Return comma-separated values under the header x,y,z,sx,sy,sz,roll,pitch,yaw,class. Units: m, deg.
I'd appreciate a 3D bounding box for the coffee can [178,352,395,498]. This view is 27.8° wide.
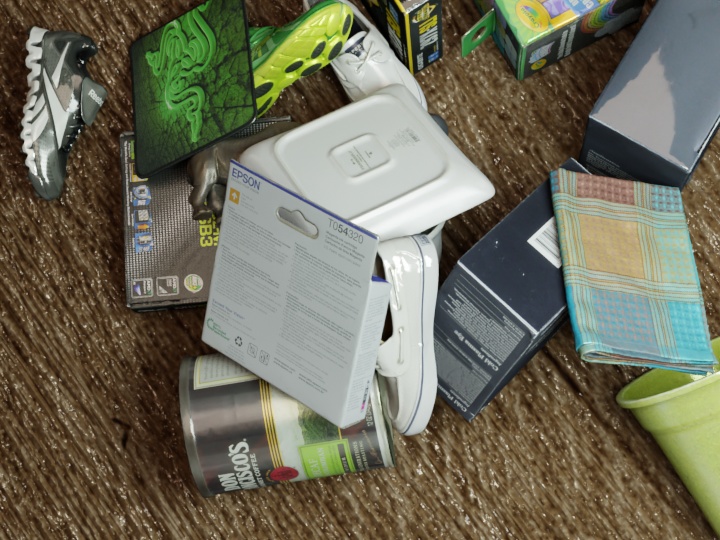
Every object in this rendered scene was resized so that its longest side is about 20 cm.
x,y,z,sx,sy,sz,roll,pitch,yaw,class
-0.073,0.144,1.492,0.199,0.146,0.147,-10,79,3,coffee can

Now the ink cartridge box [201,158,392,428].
x,y,z,sx,sy,sz,roll,pitch,yaw,class
-0.060,0.018,1.376,0.196,0.043,0.201,29,118,33,ink cartridge box

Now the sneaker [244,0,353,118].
x,y,z,sx,sy,sz,roll,pitch,yaw,class
-0.094,-0.237,1.567,0.200,0.074,0.084,-33,64,31,sneaker

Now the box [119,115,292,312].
x,y,z,sx,sy,sz,roll,pitch,yaw,class
-0.161,-0.060,1.587,0.192,0.048,0.201,-4,80,5,box

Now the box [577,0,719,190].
x,y,z,sx,sy,sz,roll,pitch,yaw,class
0.323,-0.184,1.489,0.117,0.200,0.197,30,83,9,box

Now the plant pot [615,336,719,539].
x,y,z,sx,sy,sz,roll,pitch,yaw,class
0.383,0.168,1.441,0.200,0.200,0.185,-26,91,0,plant pot

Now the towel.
x,y,z,sx,sy,sz,roll,pitch,yaw,class
0.254,-0.002,1.363,0.146,0.022,0.201,7,59,-19,towel

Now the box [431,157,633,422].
x,y,z,sx,sy,sz,roll,pitch,yaw,class
0.157,0.020,1.439,0.104,0.182,0.200,42,54,11,box

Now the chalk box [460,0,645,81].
x,y,z,sx,sy,sz,roll,pitch,yaw,class
0.190,-0.295,1.559,0.199,0.125,0.124,-26,79,-1,chalk box

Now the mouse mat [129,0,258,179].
x,y,z,sx,sy,sz,roll,pitch,yaw,class
-0.184,-0.205,1.572,0.160,0.008,0.201,-24,53,22,mouse mat

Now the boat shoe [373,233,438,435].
x,y,z,sx,sy,sz,roll,pitch,yaw,class
0.030,0.065,1.383,0.070,0.071,0.201,-7,112,-24,boat shoe

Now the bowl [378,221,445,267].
x,y,z,sx,sy,sz,roll,pitch,yaw,class
0.000,0.000,1.492,0.200,0.201,0.091,-15,112,2,bowl

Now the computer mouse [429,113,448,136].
x,y,z,sx,sy,sz,roll,pitch,yaw,class
0.018,-0.095,1.589,0.200,0.034,0.059,-41,70,4,computer mouse

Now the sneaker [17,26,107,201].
x,y,z,sx,sy,sz,roll,pitch,yaw,class
-0.326,-0.177,1.611,0.090,0.066,0.201,-3,77,7,sneaker

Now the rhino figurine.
x,y,z,sx,sy,sz,roll,pitch,yaw,class
-0.090,-0.114,1.539,0.199,0.060,0.088,-16,70,-4,rhino figurine

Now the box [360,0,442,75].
x,y,z,sx,sy,sz,roll,pitch,yaw,class
0.027,-0.309,1.537,0.049,0.200,0.160,-33,80,-3,box

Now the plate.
x,y,z,sx,sy,sz,roll,pitch,yaw,class
0.003,-0.104,1.455,0.199,0.032,0.200,-25,50,-14,plate

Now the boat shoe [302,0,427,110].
x,y,z,sx,sy,sz,roll,pitch,yaw,class
-0.003,-0.231,1.580,0.074,0.065,0.200,-41,69,-1,boat shoe
